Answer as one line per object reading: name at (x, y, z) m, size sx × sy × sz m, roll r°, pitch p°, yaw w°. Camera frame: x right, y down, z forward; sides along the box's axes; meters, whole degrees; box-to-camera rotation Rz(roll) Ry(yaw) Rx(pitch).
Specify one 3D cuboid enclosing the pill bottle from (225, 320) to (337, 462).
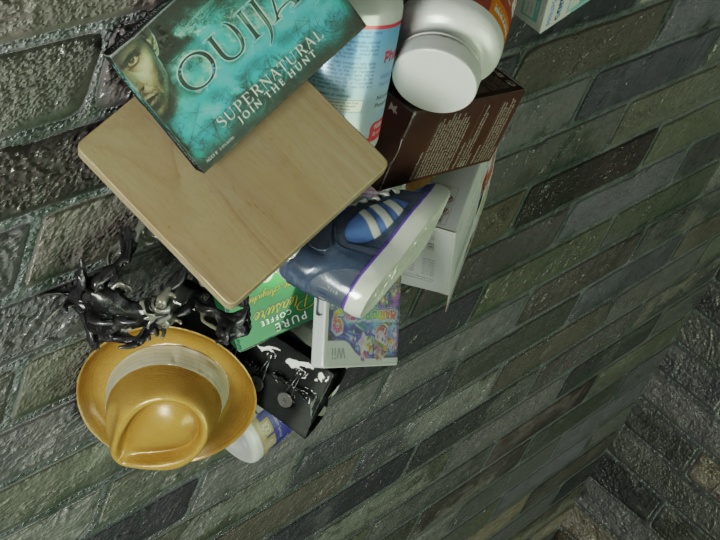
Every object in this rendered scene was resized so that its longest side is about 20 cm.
pill bottle at (-0.096, 0.129, 1.889) m, size 0.200 × 0.120 × 0.120 m, roll -40°, pitch 156°, yaw -24°

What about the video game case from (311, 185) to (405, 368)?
video game case at (0.000, 0.000, 1.613) m, size 0.143 × 0.018 × 0.200 m, roll 3°, pitch 90°, yaw -57°

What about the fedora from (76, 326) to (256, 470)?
fedora at (-0.208, 0.151, 1.618) m, size 0.082 × 0.200 × 0.201 m, roll -82°, pitch -167°, yaw -54°

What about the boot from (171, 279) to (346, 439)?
boot at (-0.133, 0.121, 1.684) m, size 0.165 × 0.200 × 0.066 m, roll -65°, pitch 175°, yaw 34°

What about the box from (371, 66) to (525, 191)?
box at (0.074, -0.156, 1.614) m, size 0.200 × 0.075 × 0.100 m, roll -19°, pitch 143°, yaw -50°

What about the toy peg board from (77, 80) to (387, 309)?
toy peg board at (-0.119, -0.090, 1.418) m, size 0.199 × 0.200 × 0.098 m, roll -43°, pitch 175°, yaw -18°

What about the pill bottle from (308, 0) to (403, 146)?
pill bottle at (-0.020, -0.217, 1.463) m, size 0.109 × 0.109 × 0.200 m, roll -23°, pitch 132°, yaw -49°

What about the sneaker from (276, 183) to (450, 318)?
sneaker at (-0.013, -0.052, 1.514) m, size 0.200 × 0.146 × 0.081 m, roll -50°, pitch 167°, yaw -41°

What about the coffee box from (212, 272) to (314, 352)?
coffee box at (-0.103, -0.029, 1.559) m, size 0.123 × 0.044 × 0.200 m, roll -26°, pitch 117°, yaw -18°

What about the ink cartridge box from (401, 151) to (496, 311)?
ink cartridge box at (0.099, -0.080, 1.863) m, size 0.176 × 0.084 × 0.200 m, roll 92°, pitch 17°, yaw -55°

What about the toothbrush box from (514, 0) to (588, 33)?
toothbrush box at (0.252, -0.386, 1.766) m, size 0.200 × 0.085 × 0.146 m, roll -34°, pitch 154°, yaw -30°

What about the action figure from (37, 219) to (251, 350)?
action figure at (-0.205, 0.021, 1.503) m, size 0.102 × 0.200 × 0.119 m, roll -82°, pitch 173°, yaw -54°

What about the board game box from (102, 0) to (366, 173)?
board game box at (-0.107, -0.201, 1.342) m, size 0.200 × 0.028 × 0.135 m, roll -44°, pitch 116°, yaw -11°

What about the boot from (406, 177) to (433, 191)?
boot at (0.071, -0.129, 1.732) m, size 0.074 × 0.075 × 0.200 m, roll 66°, pitch 36°, yaw -55°

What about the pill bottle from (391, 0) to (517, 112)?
pill bottle at (0.095, -0.256, 1.536) m, size 0.112 × 0.112 × 0.200 m, roll 98°, pitch 8°, yaw -53°
